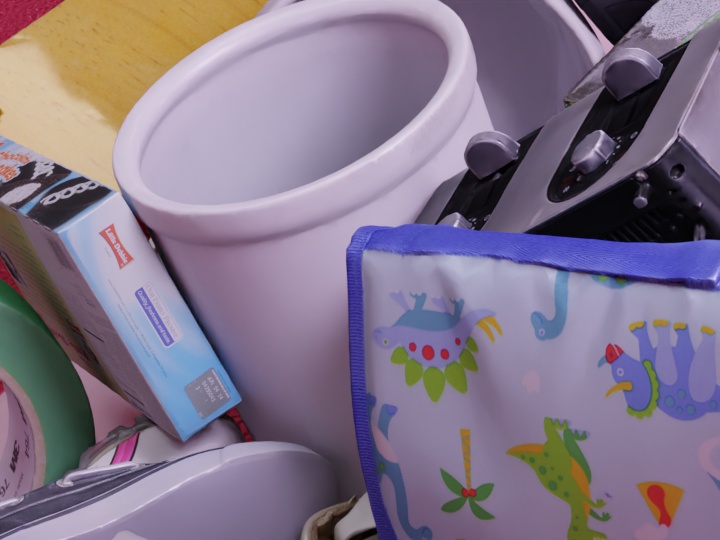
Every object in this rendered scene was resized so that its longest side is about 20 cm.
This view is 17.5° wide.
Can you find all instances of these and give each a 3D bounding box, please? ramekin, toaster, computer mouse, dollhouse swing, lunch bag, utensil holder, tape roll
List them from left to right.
[{"bbox_3d":[-0.225,0.089,1.096,0.200,0.201,0.048,-30,33,-11],"label":"tape roll"},{"bbox_3d":[-0.127,-0.086,1.399,0.200,0.176,0.182,-37,65,-21],"label":"dollhouse swing"},{"bbox_3d":[0.000,0.000,1.086,0.169,0.201,0.170,-16,32,11],"label":"utensil holder"},{"bbox_3d":[0.032,-0.088,1.203,0.199,0.201,0.105,-16,24,11],"label":"ramekin"},{"bbox_3d":[0.125,-0.163,1.218,0.046,0.200,0.141,-38,65,10],"label":"computer mouse"},{"bbox_3d":[0.095,0.068,0.801,0.169,0.201,0.128,5,44,35],"label":"lunch bag"},{"bbox_3d":[0.133,0.014,0.926,0.180,0.200,0.119,-30,25,44],"label":"toaster"}]

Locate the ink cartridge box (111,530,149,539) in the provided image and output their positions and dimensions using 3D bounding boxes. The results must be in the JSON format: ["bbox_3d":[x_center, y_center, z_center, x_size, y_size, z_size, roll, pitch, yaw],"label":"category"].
[{"bbox_3d":[-0.026,0.196,0.871,0.199,0.145,0.084,15,50,44],"label":"ink cartridge box"}]

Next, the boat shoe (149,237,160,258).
[{"bbox_3d":[-0.059,-0.012,1.262,0.059,0.072,0.200,-3,32,33],"label":"boat shoe"}]

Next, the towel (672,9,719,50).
[{"bbox_3d":[0.170,-0.035,1.020,0.031,0.150,0.200,-12,-19,-44],"label":"towel"}]

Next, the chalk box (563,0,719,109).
[{"bbox_3d":[0.220,-0.054,1.100,0.199,0.124,0.124,13,46,42],"label":"chalk box"}]

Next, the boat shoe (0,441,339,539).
[{"bbox_3d":[-0.105,0.114,1.021,0.199,0.072,0.068,-20,31,-28],"label":"boat shoe"}]

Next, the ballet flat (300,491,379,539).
[{"bbox_3d":[0.064,0.100,1.027,0.199,0.070,0.070,-21,33,3],"label":"ballet flat"}]

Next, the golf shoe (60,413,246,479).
[{"bbox_3d":[-0.123,0.146,1.079,0.200,0.073,0.092,-40,42,-10],"label":"golf shoe"}]

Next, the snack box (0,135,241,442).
[{"bbox_3d":[-0.132,0.003,1.113,0.037,0.117,0.200,-35,23,-15],"label":"snack box"}]
